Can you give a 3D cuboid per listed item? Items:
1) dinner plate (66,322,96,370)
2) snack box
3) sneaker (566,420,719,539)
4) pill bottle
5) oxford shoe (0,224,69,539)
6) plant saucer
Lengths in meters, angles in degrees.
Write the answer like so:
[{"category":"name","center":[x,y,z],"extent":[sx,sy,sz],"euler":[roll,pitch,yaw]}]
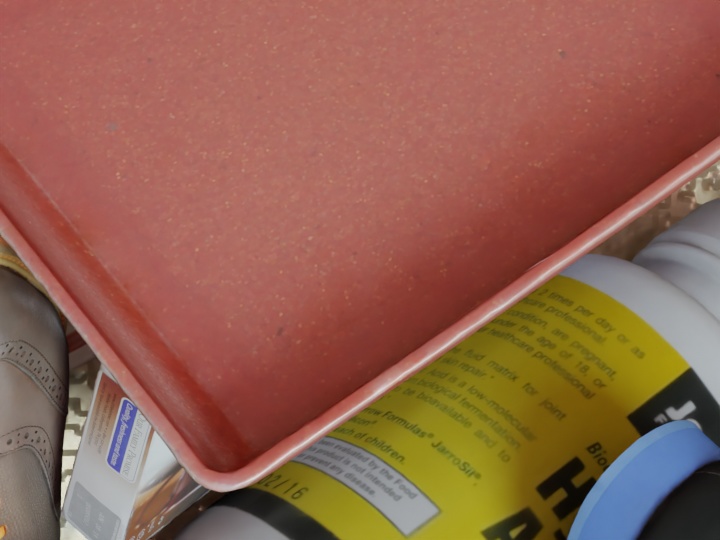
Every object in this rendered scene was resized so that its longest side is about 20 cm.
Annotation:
[{"category":"dinner plate","center":[-0.127,-0.062,0.790],"extent":[0.200,0.024,0.200],"euler":[-1,95,-11]},{"category":"snack box","center":[0.000,0.000,0.750],"extent":[0.024,0.072,0.200],"euler":[40,53,17]},{"category":"sneaker","center":[0.080,0.138,0.703],"extent":[0.070,0.078,0.200],"euler":[-20,132,-38]},{"category":"pill bottle","center":[0.053,0.064,0.775],"extent":[0.200,0.111,0.111],"euler":[-36,100,-25]},{"category":"oxford shoe","center":[-0.102,0.053,0.711],"extent":[0.071,0.200,0.073],"euler":[-15,63,-8]},{"category":"plant saucer","center":[-0.004,-0.058,0.676],"extent":[0.200,0.037,0.200],"euler":[-34,57,-12]}]
